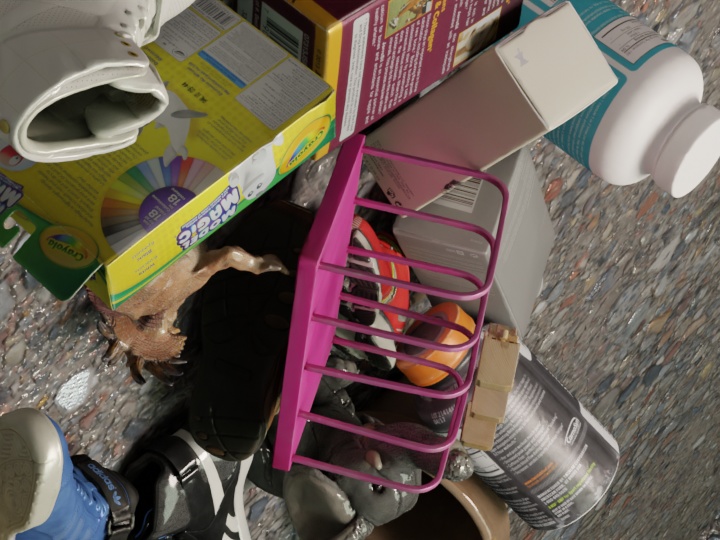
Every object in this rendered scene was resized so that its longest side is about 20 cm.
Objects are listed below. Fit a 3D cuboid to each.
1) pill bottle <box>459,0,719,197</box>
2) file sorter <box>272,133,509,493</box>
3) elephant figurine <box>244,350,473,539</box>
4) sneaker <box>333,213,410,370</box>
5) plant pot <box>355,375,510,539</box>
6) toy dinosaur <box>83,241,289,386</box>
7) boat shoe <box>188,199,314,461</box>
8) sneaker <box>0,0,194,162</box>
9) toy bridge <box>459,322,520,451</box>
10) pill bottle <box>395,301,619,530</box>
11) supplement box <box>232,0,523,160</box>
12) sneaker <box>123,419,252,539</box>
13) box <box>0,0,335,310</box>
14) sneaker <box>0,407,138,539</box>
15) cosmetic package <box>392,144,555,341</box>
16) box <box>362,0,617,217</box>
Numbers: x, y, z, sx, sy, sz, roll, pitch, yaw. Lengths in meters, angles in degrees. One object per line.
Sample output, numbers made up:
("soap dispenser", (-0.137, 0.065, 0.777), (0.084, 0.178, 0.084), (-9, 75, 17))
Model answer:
("pill bottle", (0.176, -0.138, 1.285), (0.111, 0.200, 0.111), (-39, 153, -24))
("file sorter", (0.023, 0.036, 1.198), (0.140, 0.124, 0.201), (-71, 173, -48))
("elephant figurine", (-0.011, 0.157, 1.366), (0.142, 0.200, 0.155), (-49, 156, -6))
("sneaker", (0.000, 0.000, 1.352), (0.200, 0.076, 0.085), (76, 36, -62))
("plant pot", (0.067, 0.173, 1.575), (0.175, 0.199, 0.201), (-52, 162, -41))
("toy dinosaur", (-0.138, 0.005, 1.082), (0.136, 0.086, 0.200), (-45, 151, 4))
("boat shoe", (-0.074, 0.040, 1.255), (0.074, 0.075, 0.202), (-41, 153, -62))
("sneaker", (-0.127, -0.113, 0.891), (0.199, 0.115, 0.074), (-31, 147, -41))
("toy bridge", (0.095, 0.074, 1.233), (0.200, 0.027, 0.068), (91, 11, -71))
("pill bottle", (0.117, 0.116, 1.434), (0.106, 0.106, 0.200), (-48, 112, -7))
("supplement box", (0.016, -0.174, 1.092), (0.199, 0.085, 0.111), (-36, 152, -31))
("sneaker", (-0.147, 0.197, 1.355), (0.111, 0.073, 0.201), (-28, 139, -35))
("box", (-0.121, -0.064, 0.967), (0.200, 0.117, 0.049), (-38, 152, -26))
("sneaker", (-0.200, 0.146, 1.163), (0.111, 0.077, 0.201), (-24, 149, -36))
("cosmetic package", (0.097, -0.030, 1.405), (0.200, 0.089, 0.108), (67, 41, -65))
("box", (0.084, -0.109, 1.213), (0.082, 0.069, 0.200), (-35, -177, -31))
